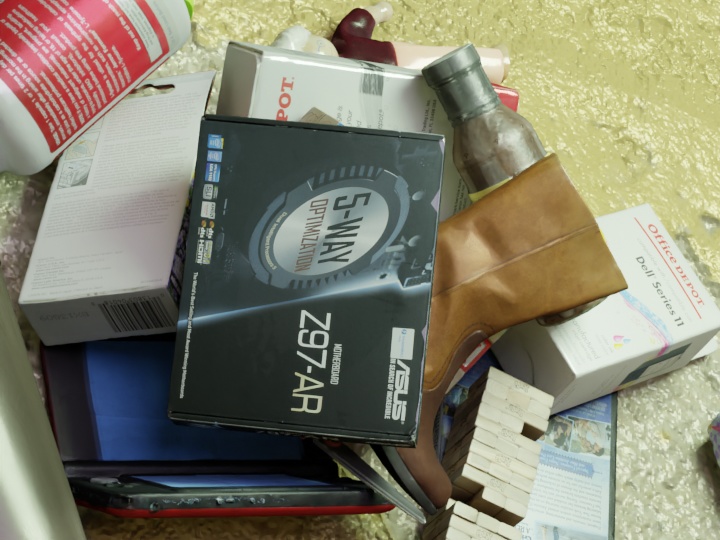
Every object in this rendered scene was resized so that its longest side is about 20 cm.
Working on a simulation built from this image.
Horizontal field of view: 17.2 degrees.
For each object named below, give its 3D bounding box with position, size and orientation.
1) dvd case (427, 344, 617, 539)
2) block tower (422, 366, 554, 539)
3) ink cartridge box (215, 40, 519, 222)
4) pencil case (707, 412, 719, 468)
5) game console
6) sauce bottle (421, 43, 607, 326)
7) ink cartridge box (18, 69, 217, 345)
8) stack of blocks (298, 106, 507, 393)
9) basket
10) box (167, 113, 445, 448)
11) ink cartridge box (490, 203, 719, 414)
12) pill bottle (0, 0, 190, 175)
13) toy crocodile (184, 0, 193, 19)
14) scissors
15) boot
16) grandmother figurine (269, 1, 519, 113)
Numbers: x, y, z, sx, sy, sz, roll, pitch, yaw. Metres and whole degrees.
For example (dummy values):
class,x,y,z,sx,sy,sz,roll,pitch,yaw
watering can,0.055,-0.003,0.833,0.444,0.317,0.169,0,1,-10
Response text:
class,x,y,z,sx,sy,sz,roll,pitch,yaw
dvd case,0.118,0.142,1.701,0.143,0.018,0.200,17,56,-18
block tower,0.080,0.168,1.623,0.058,0.054,0.200,26,55,-10
ink cartridge box,-0.004,-0.076,1.682,0.200,0.084,0.144,7,98,-23
pencil case,0.329,0.182,1.743,0.091,0.083,0.200,-10,68,-34
game console,-0.094,0.097,1.566,0.200,0.172,0.119,1,89,-25
sauce bottle,0.106,-0.061,1.641,0.065,0.065,0.200,-32,99,-35
ink cartridge box,-0.154,-0.044,1.613,0.109,0.050,0.200,-6,47,19
stack of blocks,0.000,0.000,1.623,0.115,0.059,0.200,-45,115,-4
basket,-0.260,0.112,1.466,0.180,0.136,0.200,-18,76,-38
box,-0.033,0.007,1.521,0.160,0.044,0.200,6,81,3
ink cartridge box,0.186,0.023,1.755,0.200,0.067,0.117,-17,66,-37
pill bottle,-0.221,-0.138,1.613,0.112,0.112,0.200,45,72,3
toy crocodile,-0.216,-0.216,1.709,0.200,0.062,0.068,22,56,-13
scissors,-0.032,0.109,1.547,0.073,0.014,0.200,1,32,-32
boot,0.084,0.045,1.589,0.200,0.068,0.188,-24,92,-8
grandmother figurine,0.019,-0.152,1.793,0.200,0.061,0.121,3,54,-28
